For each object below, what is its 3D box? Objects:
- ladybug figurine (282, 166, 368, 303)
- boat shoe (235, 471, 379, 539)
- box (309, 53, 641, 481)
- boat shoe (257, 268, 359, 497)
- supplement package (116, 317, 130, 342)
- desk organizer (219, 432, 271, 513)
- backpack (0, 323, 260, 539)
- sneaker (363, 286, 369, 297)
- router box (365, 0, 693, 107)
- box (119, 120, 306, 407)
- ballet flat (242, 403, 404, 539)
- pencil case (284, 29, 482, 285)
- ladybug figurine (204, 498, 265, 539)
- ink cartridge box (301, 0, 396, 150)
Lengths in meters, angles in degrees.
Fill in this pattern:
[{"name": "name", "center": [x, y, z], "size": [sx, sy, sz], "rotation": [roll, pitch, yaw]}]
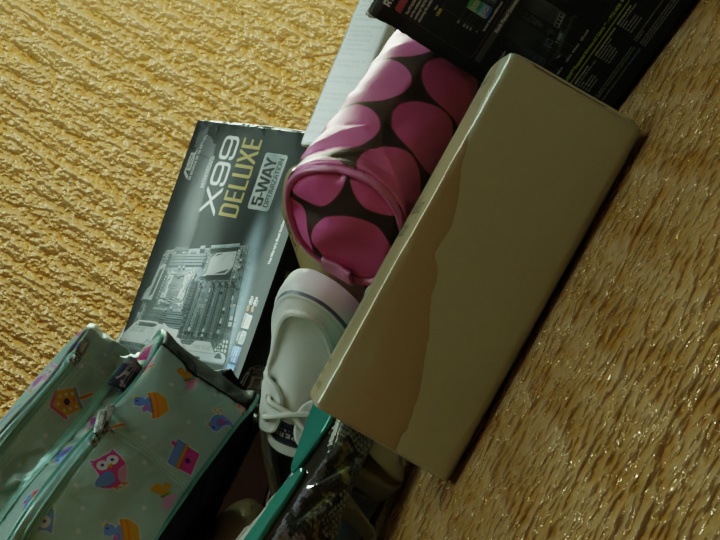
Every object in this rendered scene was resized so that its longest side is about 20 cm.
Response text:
[{"name": "ladybug figurine", "center": [0.000, 0.000, 1.280], "size": [0.200, 0.071, 0.137], "rotation": [73, 178, -62]}, {"name": "boat shoe", "center": [-0.053, 0.179, 1.139], "size": [0.086, 0.074, 0.203], "rotation": [-56, 3, 48]}, {"name": "box", "center": [0.056, -0.002, 1.003], "size": [0.201, 0.077, 0.095], "rotation": [-61, 3, -3]}, {"name": "boat shoe", "center": [-0.029, 0.087, 1.214], "size": [0.065, 0.073, 0.201], "rotation": [-52, -30, -37]}, {"name": "supplement package", "center": [-0.149, 0.175, 1.544], "size": [0.201, 0.190, 0.147], "rotation": [-61, 3, -14]}, {"name": "desk organizer", "center": [-0.116, 0.202, 1.425], "size": [0.072, 0.076, 0.202], "rotation": [132, 153, -71]}, {"name": "backpack", "center": [-0.168, 0.147, 1.220], "size": [0.176, 0.153, 0.201], "rotation": [-53, 10, 45]}, {"name": "sneaker", "center": [0.071, -0.026, 1.190], "size": [0.087, 0.074, 0.201], "rotation": [-36, 21, 37]}, {"name": "router box", "center": [0.111, -0.182, 1.070], "size": [0.200, 0.149, 0.062], "rotation": [-56, 5, 47]}, {"name": "box", "center": [-0.089, -0.004, 1.423], "size": [0.157, 0.050, 0.202], "rotation": [12, 81, 50]}, {"name": "ballet flat", "center": [-0.014, 0.120, 1.098], "size": [0.072, 0.072, 0.201], "rotation": [-56, 5, 48]}, {"name": "pencil case", "center": [0.025, -0.071, 1.136], "size": [0.200, 0.090, 0.094], "rotation": [-52, -11, -49]}, {"name": "ladybug figurine", "center": [-0.086, 0.224, 1.244], "size": [0.136, 0.072, 0.200], "rotation": [-58, 5, 30]}, {"name": "ink cartridge box", "center": [0.048, -0.126, 1.389], "size": [0.198, 0.043, 0.201], "rotation": [47, -118, -54]}]
